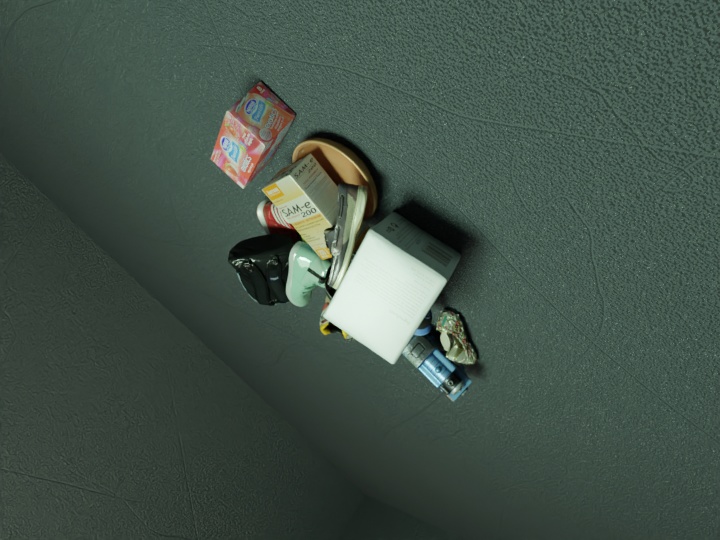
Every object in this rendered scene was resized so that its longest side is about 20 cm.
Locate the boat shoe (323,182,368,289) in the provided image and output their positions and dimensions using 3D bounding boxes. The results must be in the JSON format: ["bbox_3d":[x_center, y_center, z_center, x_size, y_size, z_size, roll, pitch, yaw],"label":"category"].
[{"bbox_3d":[-0.038,-0.066,0.963,0.064,0.203,0.072,15,-164,-4],"label":"boat shoe"}]

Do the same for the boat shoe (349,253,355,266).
[{"bbox_3d":[0.002,-0.003,1.173,0.086,0.075,0.202,37,143,-7],"label":"boat shoe"}]

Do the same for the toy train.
[{"bbox_3d":[0.182,0.230,1.258,0.200,0.087,0.114,45,-174,16],"label":"toy train"}]

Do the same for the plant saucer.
[{"bbox_3d":[-0.046,-0.182,1.021,0.199,0.038,0.201,29,151,17],"label":"plant saucer"}]

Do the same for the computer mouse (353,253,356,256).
[{"bbox_3d":[0.004,-0.007,1.235,0.058,0.034,0.202,-2,128,26],"label":"computer mouse"}]

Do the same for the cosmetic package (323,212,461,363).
[{"bbox_3d":[0.063,0.028,0.980,0.165,0.167,0.201,32,114,7],"label":"cosmetic package"}]

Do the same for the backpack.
[{"bbox_3d":[-0.220,0.003,1.259,0.161,0.155,0.202,-10,130,1],"label":"backpack"}]

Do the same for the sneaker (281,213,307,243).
[{"bbox_3d":[-0.102,-0.119,1.151,0.104,0.077,0.200,7,153,29],"label":"sneaker"}]

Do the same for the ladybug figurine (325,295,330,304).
[{"bbox_3d":[-0.016,0.110,1.331,0.135,0.072,0.201,11,144,40],"label":"ladybug figurine"}]

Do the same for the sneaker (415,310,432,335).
[{"bbox_3d":[0.065,0.079,1.134,0.197,0.070,0.079,11,128,22],"label":"sneaker"}]

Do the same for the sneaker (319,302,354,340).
[{"bbox_3d":[-0.004,0.133,1.215,0.197,0.083,0.078,4,137,19],"label":"sneaker"}]

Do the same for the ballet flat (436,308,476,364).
[{"bbox_3d":[0.219,0.172,1.210,0.075,0.064,0.201,10,142,42],"label":"ballet flat"}]

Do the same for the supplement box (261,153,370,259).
[{"bbox_3d":[-0.089,-0.123,1.041,0.200,0.074,0.125,50,149,-21],"label":"supplement box"}]

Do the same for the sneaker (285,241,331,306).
[{"bbox_3d":[-0.107,0.036,1.189,0.117,0.074,0.202,29,142,19],"label":"sneaker"}]

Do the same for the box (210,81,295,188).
[{"bbox_3d":[-0.219,-0.265,1.031,0.095,0.103,0.200,42,153,-9],"label":"box"}]

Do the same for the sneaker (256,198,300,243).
[{"bbox_3d":[-0.175,-0.082,1.277,0.115,0.079,0.201,14,145,39],"label":"sneaker"}]

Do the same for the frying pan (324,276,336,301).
[{"bbox_3d":[0.004,0.072,1.105,0.189,0.115,0.031,31,119,-3],"label":"frying pan"}]
